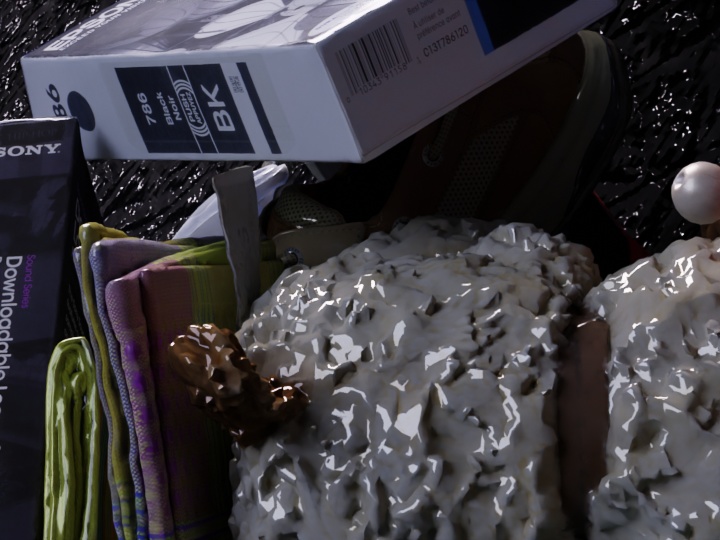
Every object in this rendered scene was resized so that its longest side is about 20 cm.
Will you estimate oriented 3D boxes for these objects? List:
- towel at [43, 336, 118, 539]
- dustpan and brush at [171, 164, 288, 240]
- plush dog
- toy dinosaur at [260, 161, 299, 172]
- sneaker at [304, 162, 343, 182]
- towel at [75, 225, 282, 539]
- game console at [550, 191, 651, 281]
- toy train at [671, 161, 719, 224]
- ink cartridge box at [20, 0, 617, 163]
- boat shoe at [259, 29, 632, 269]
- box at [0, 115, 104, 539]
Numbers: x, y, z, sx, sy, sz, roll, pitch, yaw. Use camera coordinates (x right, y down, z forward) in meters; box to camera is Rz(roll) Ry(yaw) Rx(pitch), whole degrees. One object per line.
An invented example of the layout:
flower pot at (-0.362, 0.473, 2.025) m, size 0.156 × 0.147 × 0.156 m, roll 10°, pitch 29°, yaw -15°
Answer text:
towel at (-0.065, 0.084, 0.811) m, size 0.200 × 0.018 × 0.087 m, roll 72°, pitch -162°, yaw -74°
dustpan and brush at (-0.076, 0.017, 0.991) m, size 0.200 × 0.057 × 0.140 m, roll -26°, pitch 11°, yaw 45°
plush dog at (0.056, 0.043, 0.698) m, size 0.171 × 0.161 × 0.201 m, roll -7°, pitch 58°, yaw 14°
toy dinosaur at (0.026, -0.093, 0.993) m, size 0.102 × 0.077 × 0.201 m, roll -103°, pitch 33°, yaw -81°
sneaker at (0.019, -0.102, 0.868) m, size 0.106 × 0.074 × 0.201 m, roll 34°, pitch 132°, yaw 58°
towel at (-0.037, 0.086, 0.744) m, size 0.144 × 0.023 × 0.201 m, roll -11°, pitch -86°, yaw -77°
game console at (0.012, 0.050, 0.890) m, size 0.200 × 0.031 × 0.177 m, roll -53°, pitch 27°, yaw 11°
toy train at (0.152, 0.012, 0.617) m, size 0.150 × 0.056 × 0.201 m, roll -22°, pitch 37°, yaw 16°
ink cartridge box at (-0.027, -0.068, 0.807) m, size 0.099 × 0.039 × 0.200 m, roll -34°, pitch 19°, yaw -30°
boat shoe at (0.000, 0.000, 0.852) m, size 0.201 × 0.074 × 0.076 m, roll -57°, pitch 23°, yaw 1°
box at (-0.092, 0.077, 0.801) m, size 0.143 × 0.036 × 0.201 m, roll 82°, pitch -171°, yaw -53°
